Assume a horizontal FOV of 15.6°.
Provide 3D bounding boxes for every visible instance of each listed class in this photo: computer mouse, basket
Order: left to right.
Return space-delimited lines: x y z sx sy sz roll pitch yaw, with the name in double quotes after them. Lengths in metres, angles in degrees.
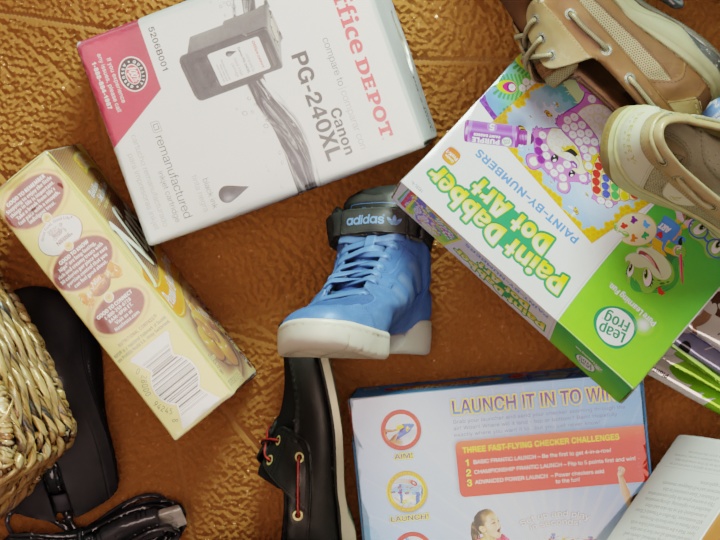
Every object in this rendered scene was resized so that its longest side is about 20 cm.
-0.300 0.074 1.707 0.143 0.149 0.200 -44 76 35 "basket"
-0.207 0.110 1.787 0.138 0.053 0.201 -15 94 7 "computer mouse"

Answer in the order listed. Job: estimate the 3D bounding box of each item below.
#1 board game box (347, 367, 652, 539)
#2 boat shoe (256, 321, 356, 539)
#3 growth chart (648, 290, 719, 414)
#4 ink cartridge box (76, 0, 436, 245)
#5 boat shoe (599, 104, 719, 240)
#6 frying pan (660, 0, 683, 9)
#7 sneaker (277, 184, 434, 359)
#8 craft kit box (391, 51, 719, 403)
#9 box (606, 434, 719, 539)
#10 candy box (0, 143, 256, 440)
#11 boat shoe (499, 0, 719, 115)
0.100 0.170 1.762 0.199 0.056 0.197 -5 94 6 "board game box"
-0.038 0.129 1.762 0.063 0.074 0.203 -6 99 -2 "boat shoe"
0.247 -0.003 1.730 0.144 0.018 0.201 23 81 0 "growth chart"
-0.066 -0.119 1.737 0.199 0.083 0.146 -20 93 7 "ink cartridge box"
0.244 -0.055 1.631 0.200 0.063 0.074 22 79 -27 "boat shoe"
0.125 -0.236 1.667 0.114 0.190 0.031 5 126 -30 "frying pan"
-0.001 0.000 1.687 0.076 0.200 0.112 1 90 21 "sneaker"
0.157 -0.054 1.689 0.200 0.049 0.198 41 75 4 "craft kit box"
0.215 0.224 1.682 0.124 0.097 0.200 43 73 -22 "box"
-0.155 0.012 1.741 0.055 0.115 0.200 -37 91 7 "candy box"
0.135 -0.151 1.654 0.199 0.076 0.074 34 77 2 "boat shoe"
